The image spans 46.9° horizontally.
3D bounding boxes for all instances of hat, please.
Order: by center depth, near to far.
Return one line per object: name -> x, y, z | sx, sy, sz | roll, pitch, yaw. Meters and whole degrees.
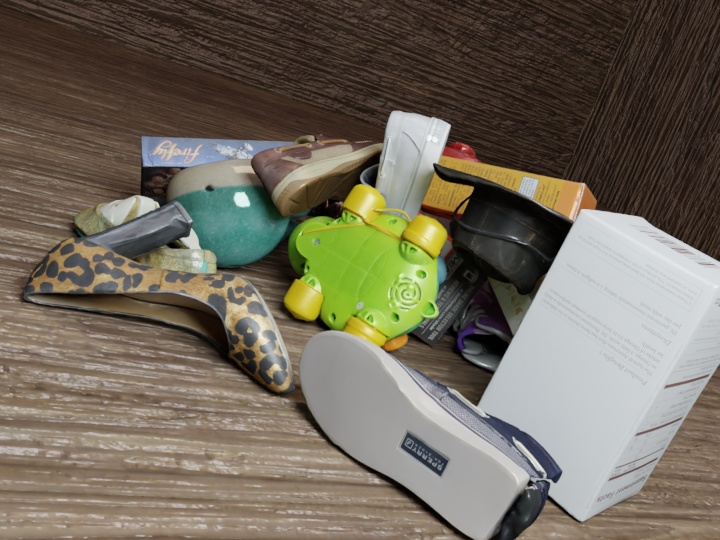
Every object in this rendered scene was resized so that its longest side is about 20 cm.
hat -> 0.141, -0.024, 0.750 | 0.200, 0.081, 0.201 | 23, 5, -2

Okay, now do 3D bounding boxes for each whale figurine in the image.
whale figurine -> -0.126, -0.047, 0.889 | 0.158, 0.104, 0.200 | -8, -12, 8

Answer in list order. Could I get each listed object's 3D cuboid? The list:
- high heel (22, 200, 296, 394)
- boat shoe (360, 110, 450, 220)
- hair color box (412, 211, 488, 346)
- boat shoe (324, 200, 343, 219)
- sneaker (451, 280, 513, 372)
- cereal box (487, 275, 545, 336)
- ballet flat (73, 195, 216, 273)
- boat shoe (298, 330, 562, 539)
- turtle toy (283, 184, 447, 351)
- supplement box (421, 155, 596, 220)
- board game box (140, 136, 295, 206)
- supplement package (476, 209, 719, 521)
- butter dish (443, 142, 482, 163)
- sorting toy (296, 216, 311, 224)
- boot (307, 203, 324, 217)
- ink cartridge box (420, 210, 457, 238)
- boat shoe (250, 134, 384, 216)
high heel -> -0.151, 0.043, 0.627 | 0.142, 0.072, 0.200 | -29, 65, -30
boat shoe -> 0.032, -0.083, 0.838 | 0.068, 0.072, 0.200 | 22, -29, 1
hair color box -> 0.059, -0.007, 0.933 | 0.061, 0.102, 0.200 | 35, 7, -25
boat shoe -> -0.017, -0.052, 0.968 | 0.070, 0.070, 0.200 | 44, 23, -31
sneaker -> 0.121, 0.048, 0.900 | 0.200, 0.073, 0.114 | 32, 21, 37
cereal box -> 0.197, 0.050, 0.841 | 0.144, 0.040, 0.200 | 23, 38, -40
ballet flat -> -0.196, -0.032, 0.765 | 0.071, 0.071, 0.200 | 4, 21, -48
boat shoe -> 0.048, 0.112, 0.587 | 0.200, 0.075, 0.093 | 38, 15, 30
turtle toy -> 0.000, 0.000, 0.811 | 0.200, 0.146, 0.101 | 31, -4, 33
supplement box -> 0.154, -0.079, 0.927 | 0.199, 0.069, 0.066 | 15, -5, 30
board game box -> -0.145, -0.106, 0.937 | 0.199, 0.035, 0.135 | 0, -14, -15
supplement package -> 0.194, 0.069, 0.642 | 0.117, 0.200, 0.117 | 37, 23, 34
butter dish -> 0.125, -0.124, 1.233 | 0.199, 0.148, 0.200 | 19, -20, 29
sorting toy -> -0.095, -0.074, 1.131 | 0.185, 0.037, 0.200 | 11, 13, -33
boot -> -0.044, -0.099, 1.115 | 0.199, 0.068, 0.131 | 19, 3, -27
ink cartridge box -> 0.174, -0.036, 1.044 | 0.199, 0.084, 0.145 | -3, -16, 37
boat shoe -> -0.038, -0.112, 0.842 | 0.072, 0.072, 0.200 | 45, 35, 11
